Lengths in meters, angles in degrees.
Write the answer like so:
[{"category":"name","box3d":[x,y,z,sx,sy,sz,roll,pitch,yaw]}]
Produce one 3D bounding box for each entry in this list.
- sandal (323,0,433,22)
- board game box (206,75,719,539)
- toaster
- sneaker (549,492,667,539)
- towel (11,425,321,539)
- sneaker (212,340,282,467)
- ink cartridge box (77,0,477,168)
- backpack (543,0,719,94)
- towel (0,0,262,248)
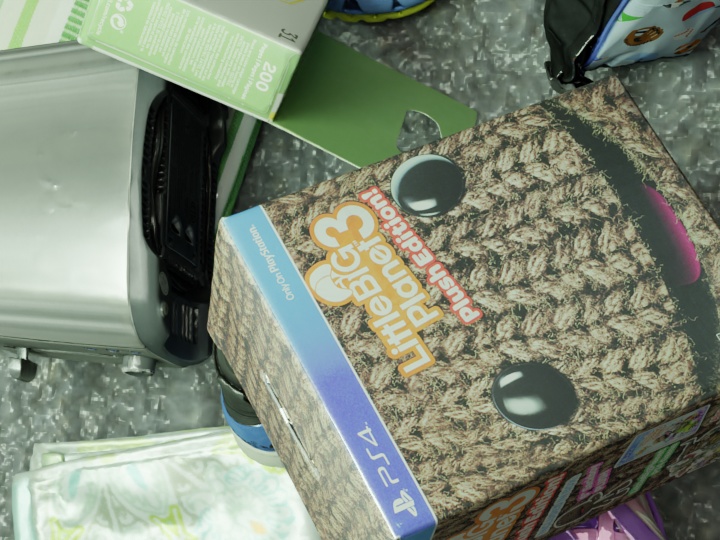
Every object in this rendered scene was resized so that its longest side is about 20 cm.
[{"category":"sandal","box3d":[-0.041,-0.194,0.978,0.199,0.087,0.080,18,82,12]},{"category":"board game box","box3d":[0.057,0.030,0.783,0.199,0.097,0.160,-22,65,-20]},{"category":"toaster","box3d":[-0.144,-0.043,0.934,0.129,0.114,0.201,-2,77,14]},{"category":"sneaker","box3d":[0.125,0.143,0.843,0.080,0.088,0.201,-34,104,-9]},{"category":"towel","box3d":[-0.093,0.182,0.940,0.170,0.048,0.201,-8,79,11]},{"category":"sneaker","box3d":[0.001,0.001,0.902,0.077,0.111,0.200,37,72,22]},{"category":"ink cartridge box","box3d":[-0.028,-0.114,0.903,0.199,0.146,0.048,23,117,-3]},{"category":"backpack","box3d":[0.150,-0.207,0.889,0.153,0.191,0.201,-15,77,-8]},{"category":"towel","box3d":[-0.158,-0.076,1.013,0.199,0.023,0.153,17,83,15]}]
